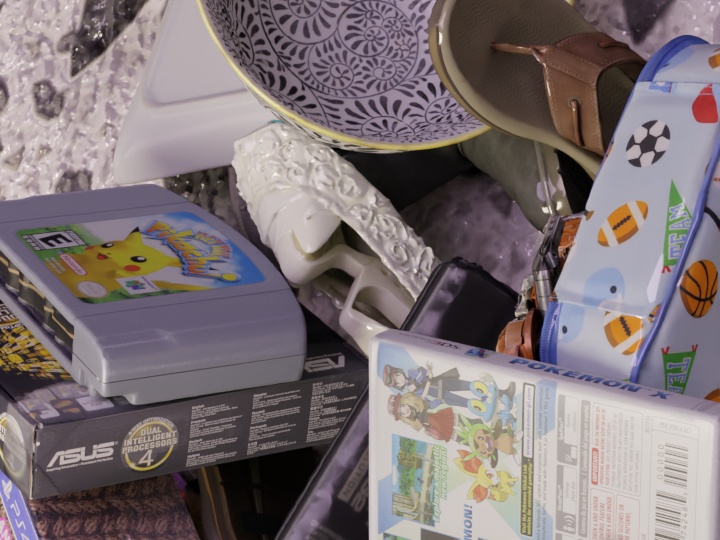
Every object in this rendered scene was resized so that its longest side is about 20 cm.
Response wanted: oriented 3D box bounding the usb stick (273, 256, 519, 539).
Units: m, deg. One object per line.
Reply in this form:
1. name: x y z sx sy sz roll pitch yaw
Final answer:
1. usb stick: 0.017 0.086 1.317 0.055 0.033 0.200 32 78 -5

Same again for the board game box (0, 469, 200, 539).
1. board game box: -0.159 0.216 1.370 0.200 0.097 0.160 -50 53 37

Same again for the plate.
1. plate: -0.050 -0.150 1.511 0.199 0.032 0.201 -8 53 37

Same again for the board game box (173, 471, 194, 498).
1. board game box: -0.138 0.157 1.479 0.120 0.032 0.200 -46 53 3

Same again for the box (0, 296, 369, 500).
1. box: -0.117 0.050 1.376 0.161 0.199 0.049 40 130 48

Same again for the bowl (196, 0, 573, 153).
1. bowl: 0.004 -0.137 1.378 0.200 0.094 0.201 4 68 -10

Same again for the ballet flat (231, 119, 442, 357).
1. ballet flat: 0.000 0.000 1.375 0.200 0.072 0.072 42 96 8

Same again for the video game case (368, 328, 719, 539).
1. video game case: 0.081 0.138 1.169 0.182 0.022 0.201 12 111 35

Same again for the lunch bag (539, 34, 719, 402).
1. lunch bag: 0.168 0.005 1.212 0.075 0.160 0.201 11 74 45

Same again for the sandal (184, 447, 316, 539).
1. sandal: -0.060 0.137 1.397 0.055 0.082 0.200 -42 47 32

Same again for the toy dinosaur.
1. toy dinosaur: 0.095 0.055 1.269 0.102 0.136 0.200 8 40 34

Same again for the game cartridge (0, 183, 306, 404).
1. game cartridge: -0.115 0.007 1.372 0.200 0.133 0.041 39 126 50

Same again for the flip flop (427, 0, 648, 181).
1. flip flop: 0.119 -0.083 1.308 0.081 0.200 0.058 -59 20 -22

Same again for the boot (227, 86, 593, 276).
1. boot: 0.025 -0.047 1.429 0.200 0.073 0.182 -25 45 15
